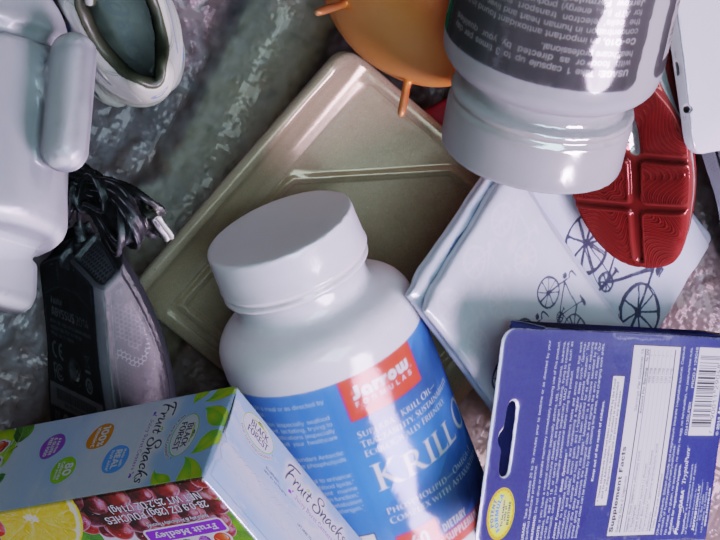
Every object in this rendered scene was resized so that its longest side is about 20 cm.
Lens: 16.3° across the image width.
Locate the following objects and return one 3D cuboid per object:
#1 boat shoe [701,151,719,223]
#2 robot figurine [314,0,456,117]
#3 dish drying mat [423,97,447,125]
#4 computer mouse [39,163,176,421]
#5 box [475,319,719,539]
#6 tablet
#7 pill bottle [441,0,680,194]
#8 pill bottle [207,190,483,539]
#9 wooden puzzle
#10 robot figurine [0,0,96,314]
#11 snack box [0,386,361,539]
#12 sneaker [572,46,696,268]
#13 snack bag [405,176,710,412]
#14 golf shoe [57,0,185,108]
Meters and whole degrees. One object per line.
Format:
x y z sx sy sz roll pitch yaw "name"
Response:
0.248 -0.032 1.448 0.071 0.072 0.200 -24 121 -9 "boat shoe"
0.055 -0.183 1.355 0.117 0.144 0.200 32 70 15 "robot figurine"
0.091 -0.080 1.444 0.200 0.018 0.077 -29 104 -10 "dish drying mat"
-0.131 0.034 1.360 0.053 0.138 0.200 -12 111 -30 "computer mouse"
0.127 0.090 1.382 0.200 0.032 0.121 4 95 -46 "box"
0.228 -0.137 1.376 0.200 0.014 0.130 -12 95 -47 "tablet"
0.103 -0.146 1.240 0.113 0.113 0.200 3 119 -15 "pill bottle"
-0.010 0.064 1.353 0.112 0.112 0.200 -26 114 -9 "pill bottle"
0.000 0.000 1.413 0.200 0.037 0.185 39 99 -22 "wooden puzzle"
-0.208 -0.076 1.302 0.169 0.113 0.200 -7 75 27 "robot figurine"
-0.109 0.150 1.319 0.169 0.200 0.068 54 40 -35 "snack box"
0.165 -0.109 1.372 0.116 0.078 0.200 -43 133 -46 "sneaker"
0.121 0.000 1.400 0.200 0.021 0.189 -56 130 -25 "snack bag"
-0.143 -0.180 1.327 0.078 0.097 0.200 -29 103 -7 "golf shoe"
